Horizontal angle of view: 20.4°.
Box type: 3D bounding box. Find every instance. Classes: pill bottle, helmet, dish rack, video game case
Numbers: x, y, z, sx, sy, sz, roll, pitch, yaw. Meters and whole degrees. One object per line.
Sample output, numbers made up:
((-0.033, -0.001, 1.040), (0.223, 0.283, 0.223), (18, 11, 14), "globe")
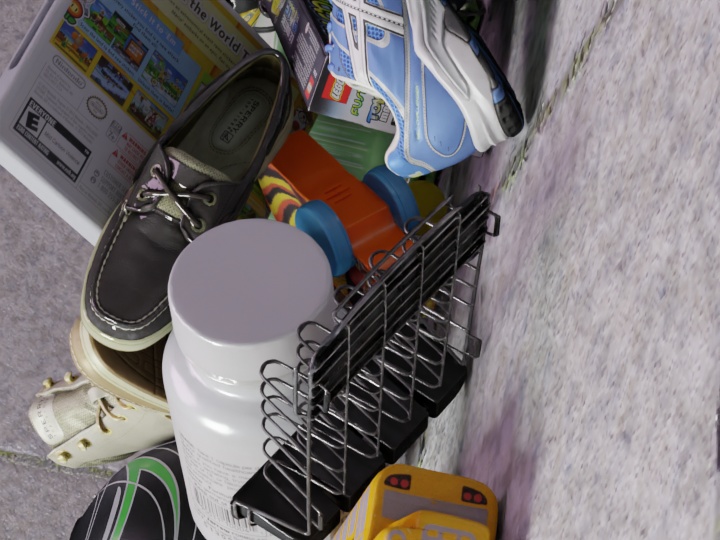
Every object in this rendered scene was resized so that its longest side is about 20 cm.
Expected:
((-0.053, 0.070, 1.134), (0.201, 0.113, 0.115), (85, -172, -50), "pill bottle")
((-0.097, 0.202, 1.283), (0.201, 0.198, 0.192), (113, 175, -54), "helmet")
((0.004, 0.044, 0.990), (0.153, 0.054, 0.201), (-46, -21, -28), "dish rack")
((-0.122, -0.093, 1.211), (0.023, 0.200, 0.183), (-6, 50, 46), "video game case")

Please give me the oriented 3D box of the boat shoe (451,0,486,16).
((0.043, -0.181, 1.211), (0.200, 0.074, 0.062), (-63, -25, -67), "boat shoe")

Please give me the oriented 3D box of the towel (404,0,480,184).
((0.042, -0.142, 1.369), (0.200, 0.030, 0.150), (-98, 21, -67), "towel")

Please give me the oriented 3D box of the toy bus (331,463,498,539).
((0.021, 0.152, 0.972), (0.200, 0.065, 0.079), (117, 165, -64), "toy bus")

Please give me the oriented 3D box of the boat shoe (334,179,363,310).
((-0.006, 0.031, 1.313), (0.075, 0.074, 0.204), (-72, -2, -74), "boat shoe")

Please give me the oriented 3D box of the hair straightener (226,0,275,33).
((-0.031, -0.201, 1.347), (0.077, 0.199, 0.041), (24, 127, 44), "hair straightener")

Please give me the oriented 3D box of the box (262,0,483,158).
((0.008, -0.133, 1.211), (0.200, 0.109, 0.035), (-113, 41, -62), "box")

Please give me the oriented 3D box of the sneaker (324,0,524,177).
((0.008, -0.142, 1.072), (0.201, 0.077, 0.076), (61, -168, 17), "sneaker")

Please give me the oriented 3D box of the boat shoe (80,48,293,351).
((-0.099, -0.048, 1.146), (0.202, 0.071, 0.066), (-59, -8, -27), "boat shoe")

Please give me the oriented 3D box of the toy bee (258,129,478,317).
((0.000, 0.000, 1.193), (0.200, 0.130, 0.109), (-112, 8, -57), "toy bee")

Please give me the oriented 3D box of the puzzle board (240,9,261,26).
((-0.052, -0.217, 1.410), (0.200, 0.017, 0.150), (-50, -17, 29), "puzzle board")

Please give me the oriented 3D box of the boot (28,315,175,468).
((-0.156, 0.076, 1.277), (0.200, 0.154, 0.073), (18, -122, -57), "boot")

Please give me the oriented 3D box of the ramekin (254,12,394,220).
((-0.036, -0.095, 1.402), (0.200, 0.097, 0.202), (-168, 90, -79), "ramekin")
